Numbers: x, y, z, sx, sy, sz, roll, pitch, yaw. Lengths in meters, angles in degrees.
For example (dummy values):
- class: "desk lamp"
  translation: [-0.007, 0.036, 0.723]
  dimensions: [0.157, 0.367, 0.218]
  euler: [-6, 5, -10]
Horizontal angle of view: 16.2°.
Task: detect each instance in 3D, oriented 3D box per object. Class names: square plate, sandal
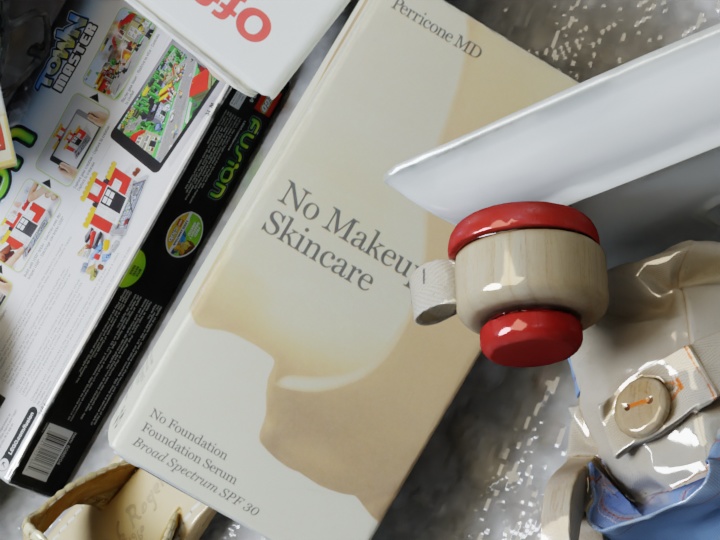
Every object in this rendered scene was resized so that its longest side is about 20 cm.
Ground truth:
- class: "square plate"
  translation: [0.139, -0.035, 0.797]
  dimensions: [0.200, 0.198, 0.029]
  euler: [-21, 69, 26]
- class: "sandal"
  translation: [-0.101, 0.099, 0.986]
  dimensions: [0.212, 0.070, 0.078]
  euler: [-51, 53, 7]

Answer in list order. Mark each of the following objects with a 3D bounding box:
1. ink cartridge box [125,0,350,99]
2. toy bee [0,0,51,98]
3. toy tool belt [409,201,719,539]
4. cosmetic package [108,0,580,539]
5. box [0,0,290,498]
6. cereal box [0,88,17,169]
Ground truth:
- class: "ink cartridge box"
  translation: [-0.031, -0.186, 0.956]
  dimensions: [0.144, 0.084, 0.200]
  euler: [38, 96, -5]
- class: "toy bee"
  translation: [-0.143, -0.194, 1.047]
  dimensions: [0.109, 0.131, 0.200]
  euler: [29, 69, 11]
- class: "toy tool belt"
  translation: [0.110, 0.060, 0.784]
  dimensions: [0.125, 0.200, 0.123]
  euler: [-25, 59, 43]
- class: "cosmetic package"
  translation: [0.000, 0.000, 0.926]
  dimensions: [0.105, 0.071, 0.200]
  euler: [29, 91, -6]
- class: "box"
  translation: [-0.122, -0.017, 1.065]
  dimensions: [0.110, 0.035, 0.200]
  euler: [30, 91, 37]
- class: "cereal box"
  translation: [-0.203, -0.133, 1.038]
  dimensions: [0.144, 0.039, 0.201]
  euler: [-1, 101, 61]
